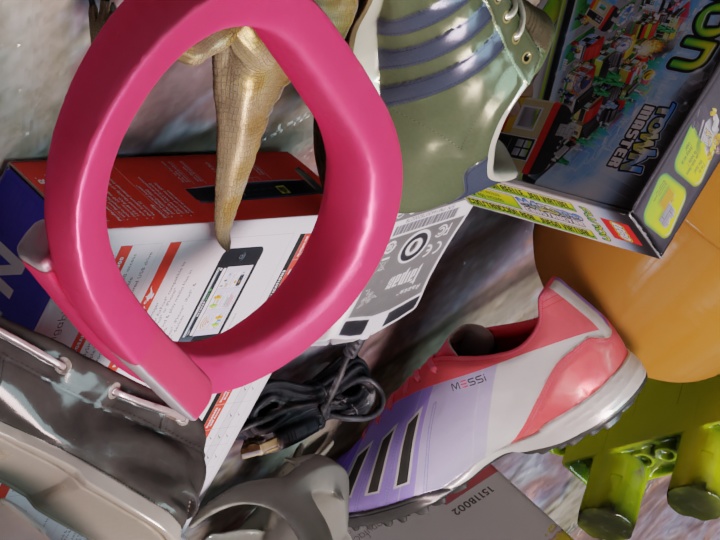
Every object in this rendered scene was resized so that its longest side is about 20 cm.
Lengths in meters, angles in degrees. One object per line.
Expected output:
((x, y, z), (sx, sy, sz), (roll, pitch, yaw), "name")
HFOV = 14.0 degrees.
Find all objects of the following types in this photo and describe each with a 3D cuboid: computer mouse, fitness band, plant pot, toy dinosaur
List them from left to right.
((-0.052, -0.029, 1.080), (0.144, 0.037, 0.200), (-53, 146, -13), "fitness band")
((-0.045, -0.092, 1.100), (0.101, 0.058, 0.201), (2, 111, -37), "toy dinosaur")
((0.000, 0.000, 1.339), (0.110, 0.044, 0.200), (-16, 142, -46), "computer mouse")
((0.179, -0.047, 1.405), (0.200, 0.200, 0.183), (-23, 159, -41), "plant pot")

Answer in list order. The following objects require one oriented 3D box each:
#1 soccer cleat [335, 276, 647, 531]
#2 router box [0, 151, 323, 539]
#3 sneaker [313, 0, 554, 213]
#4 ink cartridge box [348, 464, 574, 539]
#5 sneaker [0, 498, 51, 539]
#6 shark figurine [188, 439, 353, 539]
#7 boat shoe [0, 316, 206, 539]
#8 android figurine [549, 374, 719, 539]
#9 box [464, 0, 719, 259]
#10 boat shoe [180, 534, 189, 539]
((0.046, 0.066, 1.436), (0.200, 0.073, 0.068), (-27, -166, 36), "soccer cleat")
((-0.111, 0.046, 1.221), (0.179, 0.049, 0.200), (-4, 129, -54), "router box")
((0.034, -0.107, 1.176), (0.090, 0.067, 0.201), (-6, 131, -14), "sneaker")
((0.070, 0.187, 1.509), (0.116, 0.200, 0.068), (-31, 149, -31), "ink cartridge box")
((-0.129, 0.181, 1.166), (0.130, 0.079, 0.199), (-51, 156, -6), "sneaker")
((-0.019, 0.130, 1.384), (0.128, 0.089, 0.215), (-43, 173, -24), "shark figurine")
((-0.141, 0.039, 1.100), (0.200, 0.067, 0.057), (36, 56, -27), "boat shoe")
((0.172, 0.045, 1.537), (0.041, 0.182, 0.200), (39, 53, -29), "android figurine")
((0.130, -0.106, 1.267), (0.200, 0.110, 0.035), (-58, 137, -17), "box")
((-0.069, 0.189, 1.306), (0.072, 0.068, 0.200), (-40, 137, -25), "boat shoe")
